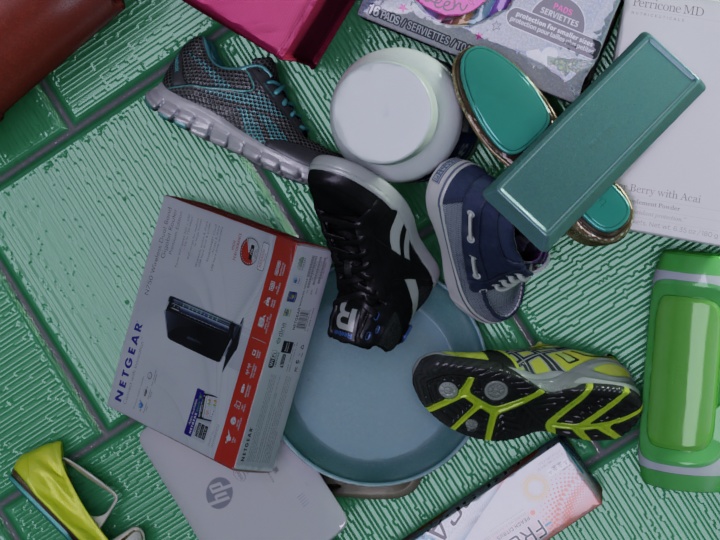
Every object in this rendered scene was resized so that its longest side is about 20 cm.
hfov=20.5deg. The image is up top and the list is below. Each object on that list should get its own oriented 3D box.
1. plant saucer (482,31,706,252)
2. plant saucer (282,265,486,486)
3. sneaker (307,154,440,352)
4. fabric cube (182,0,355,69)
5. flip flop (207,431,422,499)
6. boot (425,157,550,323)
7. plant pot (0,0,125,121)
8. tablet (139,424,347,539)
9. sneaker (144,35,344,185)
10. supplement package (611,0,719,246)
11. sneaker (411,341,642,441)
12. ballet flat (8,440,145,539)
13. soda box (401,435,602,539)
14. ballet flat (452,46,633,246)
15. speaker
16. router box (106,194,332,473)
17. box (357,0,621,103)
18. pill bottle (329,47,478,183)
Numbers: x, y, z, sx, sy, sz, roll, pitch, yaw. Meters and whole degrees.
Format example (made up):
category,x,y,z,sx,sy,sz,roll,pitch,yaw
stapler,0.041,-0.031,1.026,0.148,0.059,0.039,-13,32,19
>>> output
category,x,y,z,sx,sy,sz,roll,pitch,yaw
plant saucer,0.188,-0.106,1.583,0.070,0.019,0.200,43,76,7
plant saucer,0.012,0.091,1.745,0.199,0.036,0.201,1,78,-4
sneaker,0.000,0.000,1.647,0.073,0.200,0.112,11,65,34
fabric cube,-0.086,-0.304,1.679,0.199,0.196,0.200,32,96,3
flip flop,-0.043,0.176,1.766,0.199,0.058,0.081,0,93,10
boot,0.119,-0.007,1.665,0.090,0.200,0.073,30,70,35
plant pot,-0.323,-0.233,1.724,0.195,0.201,0.201,-36,88,0
tablet,-0.106,0.183,1.753,0.130,0.014,0.200,-42,62,14
sneaker,-0.087,-0.141,1.751,0.200,0.078,0.091,26,92,4
supplement package,0.265,-0.129,1.679,0.121,0.120,0.201,10,94,8
sneaker,0.139,0.100,1.715,0.199,0.076,0.076,9,121,-10
ballet flat,-0.235,0.238,1.797,0.067,0.067,0.200,-38,86,-13
soda box,0.114,0.226,1.747,0.200,0.064,0.068,-35,88,7
ballet flat,0.140,-0.094,1.618,0.070,0.065,0.200,-35,80,-17
speaker,0.286,0.085,1.706,0.088,0.088,0.201,5,94,7
router box,-0.124,0.053,1.728,0.179,0.049,0.201,19,96,43
box,0.115,-0.229,1.687,0.200,0.132,0.115,22,96,5
pill bottle,0.036,-0.129,1.667,0.111,0.200,0.111,1,93,11
